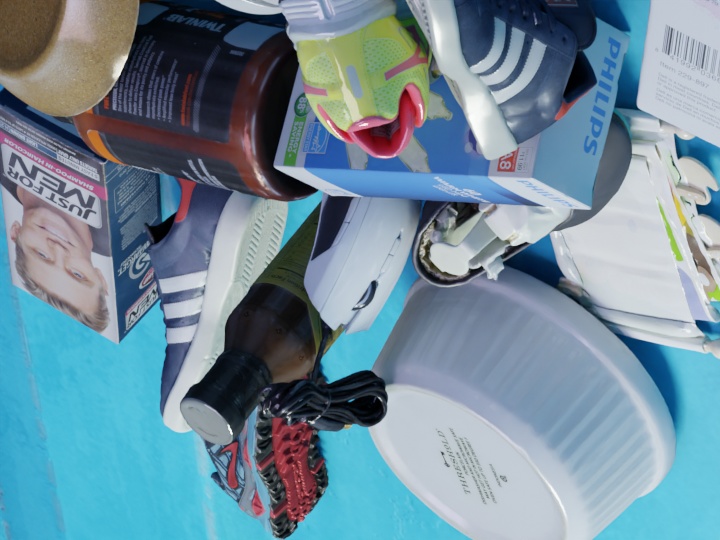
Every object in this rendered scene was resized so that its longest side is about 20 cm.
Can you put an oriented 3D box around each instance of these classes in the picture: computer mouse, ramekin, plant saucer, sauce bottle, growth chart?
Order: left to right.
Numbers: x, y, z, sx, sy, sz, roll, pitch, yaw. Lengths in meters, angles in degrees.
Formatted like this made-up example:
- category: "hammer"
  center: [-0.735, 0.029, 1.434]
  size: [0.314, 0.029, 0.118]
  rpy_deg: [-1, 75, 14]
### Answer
- category: "plant saucer"
  center: [-0.205, -0.192, 1.806]
  size: [0.200, 0.035, 0.202]
  rpy_deg: [15, 110, 49]
- category: "sauce bottle"
  center: [-0.041, 0.026, 1.836]
  size: [0.064, 0.200, 0.065]
  rpy_deg: [28, 149, 19]
- category: "computer mouse"
  center: [0.000, 0.000, 1.781]
  size: [0.044, 0.201, 0.109]
  rpy_deg: [11, 177, 36]
- category: "ramekin"
  center: [0.092, 0.096, 1.863]
  size: [0.202, 0.094, 0.203]
  rpy_deg: [30, 152, 18]
- category: "growth chart"
  center: [0.159, -0.024, 1.733]
  size: [0.144, 0.018, 0.201]
  rpy_deg: [17, 141, 33]

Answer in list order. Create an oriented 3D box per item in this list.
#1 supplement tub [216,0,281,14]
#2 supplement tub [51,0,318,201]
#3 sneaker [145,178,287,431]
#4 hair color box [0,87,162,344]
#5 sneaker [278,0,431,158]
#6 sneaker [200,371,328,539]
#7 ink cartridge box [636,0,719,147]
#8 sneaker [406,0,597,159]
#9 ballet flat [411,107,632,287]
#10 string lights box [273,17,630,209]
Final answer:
- category: "supplement tub"
  center: [-0.011, -0.222, 1.552]
  size: [0.145, 0.145, 0.200]
  rpy_deg: [49, 148, -13]
- category: "supplement tub"
  center: [-0.107, -0.110, 1.828]
  size: [0.199, 0.107, 0.107]
  rpy_deg: [14, 140, 36]
- category: "sneaker"
  center: [-0.111, 0.011, 1.972]
  size: [0.084, 0.075, 0.201]
  rpy_deg: [32, 122, 24]
- category: "hair color box"
  center: [-0.193, -0.048, 2.041]
  size: [0.100, 0.061, 0.201]
  rpy_deg: [28, 147, 20]
- category: "sneaker"
  center: [0.003, -0.101, 1.563]
  size: [0.078, 0.200, 0.091]
  rpy_deg: [-18, 87, 11]
- category: "sneaker"
  center: [-0.081, 0.114, 2.103]
  size: [0.095, 0.079, 0.201]
  rpy_deg: [30, 147, 21]
- category: "ink cartridge box"
  center: [0.224, -0.142, 1.454]
  size: [0.145, 0.088, 0.201]
  rpy_deg: [28, 148, 20]
- category: "sneaker"
  center: [0.071, -0.132, 1.498]
  size: [0.075, 0.084, 0.200]
  rpy_deg: [64, -176, 26]
- category: "ballet flat"
  center: [0.087, -0.036, 1.717]
  size: [0.073, 0.073, 0.200]
  rpy_deg: [46, 148, -8]
- category: "string lights box"
  center: [0.050, -0.094, 1.673]
  size: [0.199, 0.103, 0.059]
  rpy_deg: [4, 166, 44]
